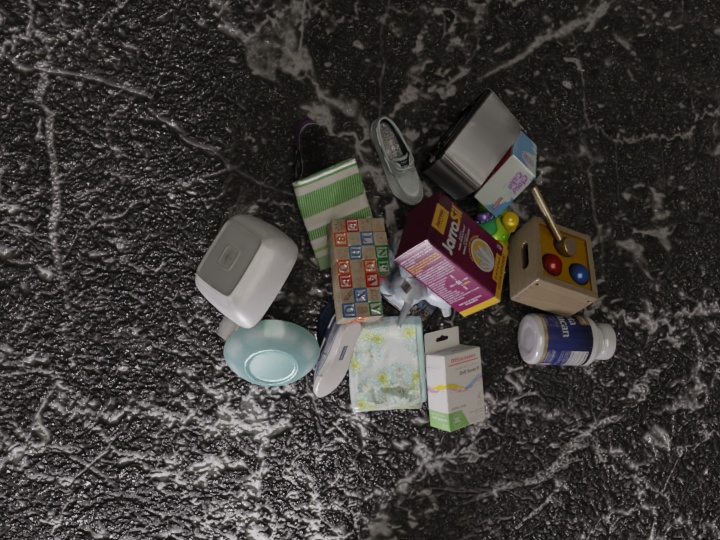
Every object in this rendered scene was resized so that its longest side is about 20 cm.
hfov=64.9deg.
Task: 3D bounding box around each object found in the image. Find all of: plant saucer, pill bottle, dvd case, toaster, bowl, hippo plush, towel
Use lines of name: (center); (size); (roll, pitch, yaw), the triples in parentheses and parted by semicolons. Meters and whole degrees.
plant saucer: (-0.179, 0.182, 1.146); (0.195, 0.039, 0.204); (-4, 132, -4)
pill bottle: (0.468, 0.157, 1.282); (0.194, 0.111, 0.114); (3, 91, -10)
dvd case: (0.142, 0.009, 1.269); (0.142, 0.018, 0.202); (36, 85, -9)
toaster: (0.222, -0.254, 1.190); (0.118, 0.181, 0.201); (39, 85, -5)
bowl: (-0.236, -0.013, 1.114); (0.202, 0.198, 0.074); (-57, 142, -5)
hippo plush: (0.138, 0.008, 1.173); (0.157, 0.201, 0.163); (7, 112, -17)
towel: (0.057, 0.204, 1.238); (0.166, 0.048, 0.206); (-3, 92, -5)
towel: (-0.048, -0.118, 1.198); (0.150, 0.023, 0.204); (-23, 117, -8)

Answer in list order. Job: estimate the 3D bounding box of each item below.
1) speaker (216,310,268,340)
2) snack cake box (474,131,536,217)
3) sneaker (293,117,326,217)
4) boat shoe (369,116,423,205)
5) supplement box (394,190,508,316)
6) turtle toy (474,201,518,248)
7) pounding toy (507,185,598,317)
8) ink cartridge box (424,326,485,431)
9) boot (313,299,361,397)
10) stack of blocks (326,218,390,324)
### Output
speaker: (-0.222, 0.057, 1.176); (0.080, 0.081, 0.204); (27, 87, -9)
snack cake box: (0.306, -0.211, 1.185); (0.067, 0.201, 0.115); (39, 123, -6)
sneaker: (-0.109, -0.217, 1.199); (0.074, 0.088, 0.205); (-1, 116, -20)
boat shoe: (0.080, -0.236, 1.224); (0.069, 0.071, 0.204); (-28, 96, -7)
supplement box: (0.177, -0.029, 1.085); (0.198, 0.103, 0.133); (36, 52, -20)
turtle toy: (0.280, -0.080, 1.238); (0.099, 0.147, 0.203); (23, 67, 12)
pounding toy: (0.412, -0.039, 1.226); (0.180, 0.142, 0.204); (16, 58, -16)
ink cartridge box: (0.206, 0.233, 1.242); (0.115, 0.067, 0.206); (-8, 93, -35)
boot: (-0.066, 0.167, 1.219); (0.072, 0.090, 0.203); (5, 117, -45)
stack of blocks: (0.000, 0.000, 1.153); (0.112, 0.059, 0.205); (-2, 74, -17)
